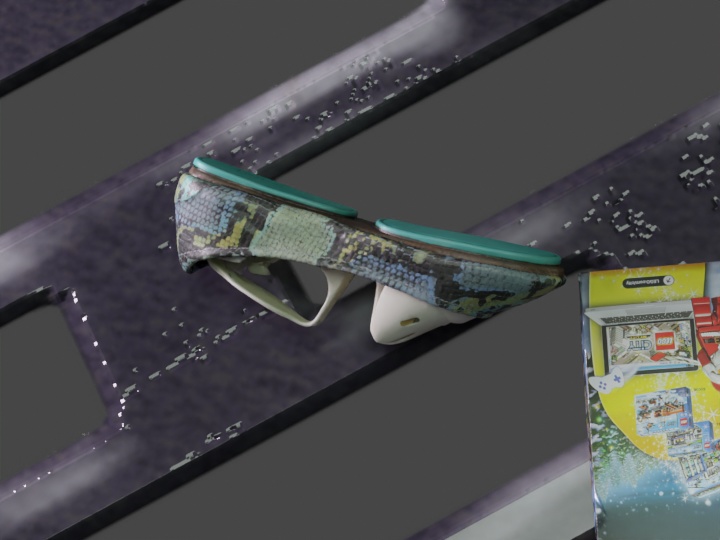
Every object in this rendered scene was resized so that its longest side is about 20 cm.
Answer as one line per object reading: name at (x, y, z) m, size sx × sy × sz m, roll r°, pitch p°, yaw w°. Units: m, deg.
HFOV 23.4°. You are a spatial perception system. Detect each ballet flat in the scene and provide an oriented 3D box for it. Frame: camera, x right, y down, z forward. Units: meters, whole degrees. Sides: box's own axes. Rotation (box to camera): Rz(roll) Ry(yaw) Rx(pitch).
ballet flat at (0.000, 0.000, 0.850) m, size 0.200 × 0.074 × 0.074 m, roll 16°, pitch 72°, yaw 18°

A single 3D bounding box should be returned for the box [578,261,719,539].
box at (0.203, 0.062, 0.794) m, size 0.199 × 0.038 × 0.137 m, roll -4°, pitch 68°, yaw 9°
